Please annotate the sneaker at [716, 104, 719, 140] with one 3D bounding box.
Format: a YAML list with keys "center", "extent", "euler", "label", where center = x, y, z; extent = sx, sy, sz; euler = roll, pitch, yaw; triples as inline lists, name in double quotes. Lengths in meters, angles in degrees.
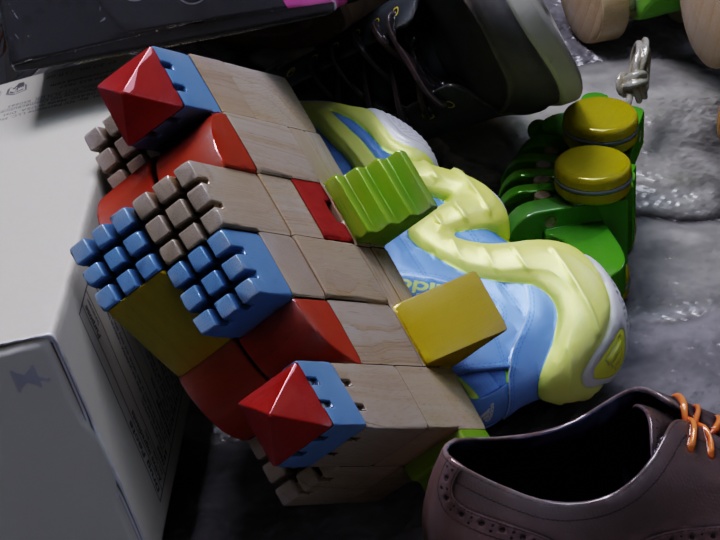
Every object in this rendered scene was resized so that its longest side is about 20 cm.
- center: [0.250, -0.068, 1.234]
  extent: [0.200, 0.075, 0.088]
  euler: [-22, 48, -19]
  label: "sneaker"

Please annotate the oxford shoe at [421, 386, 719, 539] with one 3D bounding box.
- center: [0.119, 0.077, 0.982]
  extent: [0.200, 0.073, 0.071]
  euler: [-8, 32, -11]
  label: "oxford shoe"

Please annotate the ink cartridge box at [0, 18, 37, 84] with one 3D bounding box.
- center: [-0.194, -0.129, 1.249]
  extent: [0.047, 0.160, 0.200]
  euler: [14, 35, 21]
  label: "ink cartridge box"

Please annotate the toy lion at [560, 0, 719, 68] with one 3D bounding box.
- center: [0.133, -0.194, 1.293]
  extent: [0.069, 0.192, 0.200]
  euler: [-14, 14, -18]
  label: "toy lion"

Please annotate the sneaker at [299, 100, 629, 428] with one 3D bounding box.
- center: [0.000, 0.000, 1.113]
  extent: [0.200, 0.076, 0.105]
  euler: [27, 41, 37]
  label: "sneaker"

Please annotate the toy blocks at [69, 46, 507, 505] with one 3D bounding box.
- center: [-0.039, 0.002, 1.001]
  extent: [0.200, 0.100, 0.137]
  euler: [60, 20, 16]
  label: "toy blocks"

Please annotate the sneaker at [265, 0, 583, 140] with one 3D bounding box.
- center: [0.023, -0.078, 1.188]
  extent: [0.106, 0.075, 0.200]
  euler: [-25, -2, -5]
  label: "sneaker"

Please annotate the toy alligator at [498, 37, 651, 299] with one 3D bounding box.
- center: [0.085, -0.042, 1.193]
  extent: [0.054, 0.059, 0.200]
  euler: [3, 31, 7]
  label: "toy alligator"

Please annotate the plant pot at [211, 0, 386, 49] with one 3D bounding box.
- center: [-0.046, -0.160, 1.323]
  extent: [0.200, 0.201, 0.093]
  euler: [5, 73, 11]
  label: "plant pot"

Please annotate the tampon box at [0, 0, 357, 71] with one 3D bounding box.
- center: [-0.070, -0.166, 1.141]
  extent: [0.126, 0.150, 0.200]
  euler: [-10, 7, 7]
  label: "tampon box"

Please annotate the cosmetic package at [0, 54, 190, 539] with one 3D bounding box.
- center: [-0.109, 0.017, 1.053]
  extent: [0.071, 0.105, 0.200]
  euler: [-13, 28, 12]
  label: "cosmetic package"
